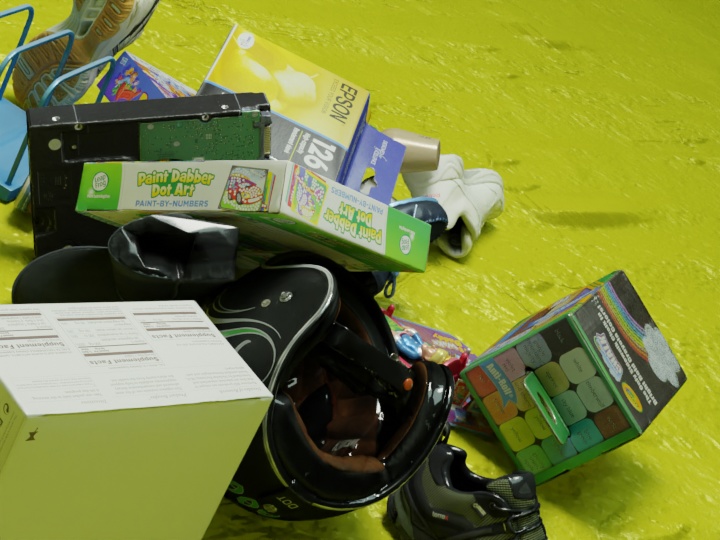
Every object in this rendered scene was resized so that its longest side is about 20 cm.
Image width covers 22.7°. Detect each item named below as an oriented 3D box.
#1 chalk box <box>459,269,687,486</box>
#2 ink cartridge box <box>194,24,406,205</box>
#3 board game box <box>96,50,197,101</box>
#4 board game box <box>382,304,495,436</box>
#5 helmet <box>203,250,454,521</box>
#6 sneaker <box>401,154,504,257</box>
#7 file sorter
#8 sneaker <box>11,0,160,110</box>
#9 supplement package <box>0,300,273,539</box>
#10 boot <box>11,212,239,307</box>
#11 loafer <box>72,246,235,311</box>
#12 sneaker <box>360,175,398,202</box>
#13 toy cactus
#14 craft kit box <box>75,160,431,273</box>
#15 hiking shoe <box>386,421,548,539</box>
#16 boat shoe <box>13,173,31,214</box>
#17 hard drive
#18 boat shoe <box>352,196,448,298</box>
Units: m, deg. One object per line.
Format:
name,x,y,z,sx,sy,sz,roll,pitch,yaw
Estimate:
chalk box,0.182,0.100,1.574,0.125,0.124,0.200,59,30,0
ink cartridge box,-0.053,-0.127,1.625,0.200,0.047,0.198,24,32,-4
board game box,-0.144,-0.121,1.712,0.134,0.045,0.200,48,12,35
board game box,0.052,0.072,1.629,0.200,0.039,0.158,19,28,-20
helmet,-0.044,0.086,1.339,0.200,0.200,0.191,13,-1,-28
sneaker,0.100,-0.059,1.895,0.200,0.078,0.099,11,69,-63
file sorter,-0.342,-0.180,1.612,0.200,0.123,0.139,32,26,9
sneaker,-0.248,-0.215,1.688,0.076,0.200,0.088,55,33,6
supplement package,-0.189,0.114,1.192,0.200,0.156,0.111,0,37,-44
boot,-0.180,0.002,1.348,0.165,0.066,0.200,-8,-2,-11
loafer,-0.161,0.016,1.496,0.200,0.067,0.076,17,27,-22
sneaker,0.004,-0.036,1.748,0.087,0.075,0.200,40,29,10
toy cactus,-0.002,-0.131,1.792,0.165,0.102,0.200,6,2,8
craft kit box,-0.080,-0.040,1.385,0.197,0.049,0.200,5,-10,34
hiking shoe,0.112,0.208,1.377,0.200,0.101,0.076,38,28,19
boat shoe,-0.234,-0.086,1.606,0.072,0.072,0.200,38,30,5
hard drive,-0.175,-0.076,1.497,0.200,0.140,0.038,-6,35,-12
boat shoe,0.000,0.000,1.641,0.200,0.084,0.069,-27,61,-18
